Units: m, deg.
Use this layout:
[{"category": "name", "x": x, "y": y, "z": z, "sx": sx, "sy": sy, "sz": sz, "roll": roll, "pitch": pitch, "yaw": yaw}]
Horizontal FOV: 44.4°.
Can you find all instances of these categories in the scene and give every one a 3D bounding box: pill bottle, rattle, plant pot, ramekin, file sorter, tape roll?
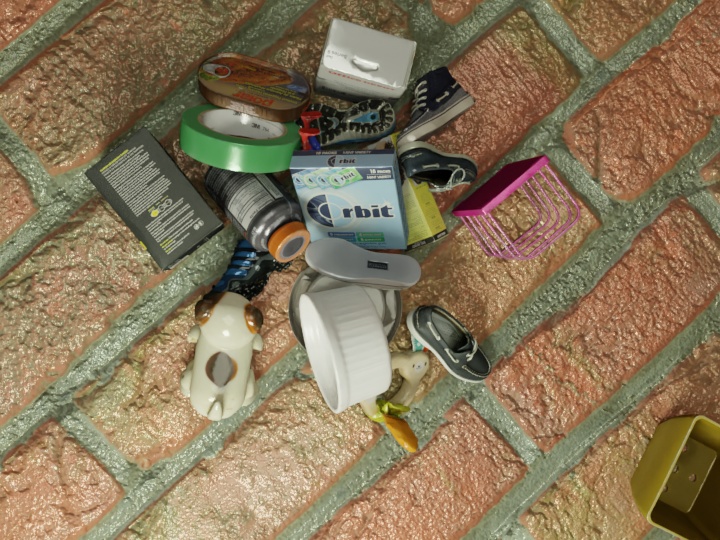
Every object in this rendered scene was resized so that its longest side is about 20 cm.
[{"category": "pill bottle", "x": -0.167, "y": -0.105, "z": 1.471, "sx": 0.106, "sy": 0.106, "sz": 0.200, "roll": -39, "pitch": 65, "yaw": -4}, {"category": "rattle", "x": 0.097, "y": 0.188, "z": 1.521, "sx": 0.200, "sy": 0.143, "sz": 0.130, "roll": -42, "pitch": 115, "yaw": -13}, {"category": "plant pot", "x": 0.596, "y": 0.370, "z": 1.566, "sx": 0.199, "sy": 0.176, "sz": 0.201, "roll": 28, "pitch": 89, "yaw": -6}, {"category": "ramekin", "x": -0.023, "y": 0.121, "z": 1.430, "sx": 0.097, "sy": 0.200, "sz": 0.202, "roll": -15, "pitch": 92, "yaw": -14}, {"category": "file sorter", "x": 0.268, "y": -0.099, "z": 1.513, "sx": 0.139, "sy": 0.200, "sz": 0.126, "roll": -39, "pitch": 97, "yaw": -4}, {"category": "tape roll", "x": -0.198, "y": -0.221, "z": 1.459, "sx": 0.199, "sy": 0.201, "sz": 0.048, "roll": 9, "pitch": 117, "yaw": -6}]

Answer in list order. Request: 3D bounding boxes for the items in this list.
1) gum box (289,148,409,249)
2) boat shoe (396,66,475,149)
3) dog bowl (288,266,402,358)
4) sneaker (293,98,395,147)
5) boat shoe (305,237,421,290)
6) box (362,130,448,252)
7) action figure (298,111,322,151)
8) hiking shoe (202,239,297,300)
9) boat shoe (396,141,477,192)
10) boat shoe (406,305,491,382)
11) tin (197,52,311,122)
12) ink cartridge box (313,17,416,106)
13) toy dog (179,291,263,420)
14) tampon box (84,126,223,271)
[{"category": "gum box", "x": -0.014, "y": -0.115, "z": 1.469, "sx": 0.169, "sy": 0.200, "sz": 0.045, "roll": 1, "pitch": 51, "yaw": 11}, {"category": "boat shoe", "x": 0.109, "y": -0.282, "z": 1.530, "sx": 0.200, "sy": 0.075, "sz": 0.093, "roll": -37, "pitch": 89, "yaw": -39}, {"category": "dog bowl", "x": -0.029, "y": 0.065, "z": 1.552, "sx": 0.199, "sy": 0.059, "sz": 0.201, "roll": 0, "pitch": 90, "yaw": -6}, {"category": "sneaker", "x": -0.032, "y": -0.243, "z": 1.537, "sx": 0.199, "sy": 0.090, "sz": 0.079, "roll": -1, "pitch": 80, "yaw": 15}, {"category": "boat shoe", "x": 0.000, "y": 0.000, "z": 1.491, "sx": 0.199, "sy": 0.065, "sz": 0.074, "roll": 15, "pitch": 64, "yaw": -8}, {"category": "box", "x": 0.079, "y": -0.138, "z": 1.549, "sx": 0.050, "sy": 0.075, "sz": 0.201, "roll": -28, "pitch": 94, "yaw": -47}, {"category": "action figure", "x": -0.047, "y": -0.173, "z": 1.493, "sx": 0.098, "sy": 0.200, "sz": 0.065, "roll": 3, "pitch": 51, "yaw": 4}, {"category": "hiking shoe", "x": -0.198, "y": -0.007, "z": 1.537, "sx": 0.200, "sy": 0.074, "sz": 0.087, "roll": -38, "pitch": 68, "yaw": -2}, {"category": "boat shoe", "x": 0.140, "y": -0.170, "z": 1.515, "sx": 0.075, "sy": 0.200, "sz": 0.062, "roll": -24, "pitch": 69, "yaw": 32}, {"category": "boat shoe", "x": 0.168, "y": 0.131, "z": 1.545, "sx": 0.200, "sy": 0.060, "sz": 0.076, "roll": 35, "pitch": 56, "yaw": -26}, {"category": "tin", "x": -0.181, "y": -0.311, "z": 1.504, "sx": 0.199, "sy": 0.042, "sz": 0.112, "roll": 18, "pitch": 47, "yaw": 5}, {"category": "ink cartridge box", "x": 0.004, "y": -0.340, "z": 1.478, "sx": 0.145, "sy": 0.200, "sz": 0.085, "roll": 14, "pitch": 88, "yaw": -7}, {"category": "toy dog", "x": -0.232, "y": 0.128, "z": 1.452, "sx": 0.139, "sy": 0.194, "sz": 0.201, "roll": 14, "pitch": 111, "yaw": 2}, {"category": "tampon box", "x": -0.338, "y": -0.115, "z": 1.469, "sx": 0.126, "sy": 0.150, "sz": 0.200, "roll": -39, "pitch": 94, "yaw": -5}]
